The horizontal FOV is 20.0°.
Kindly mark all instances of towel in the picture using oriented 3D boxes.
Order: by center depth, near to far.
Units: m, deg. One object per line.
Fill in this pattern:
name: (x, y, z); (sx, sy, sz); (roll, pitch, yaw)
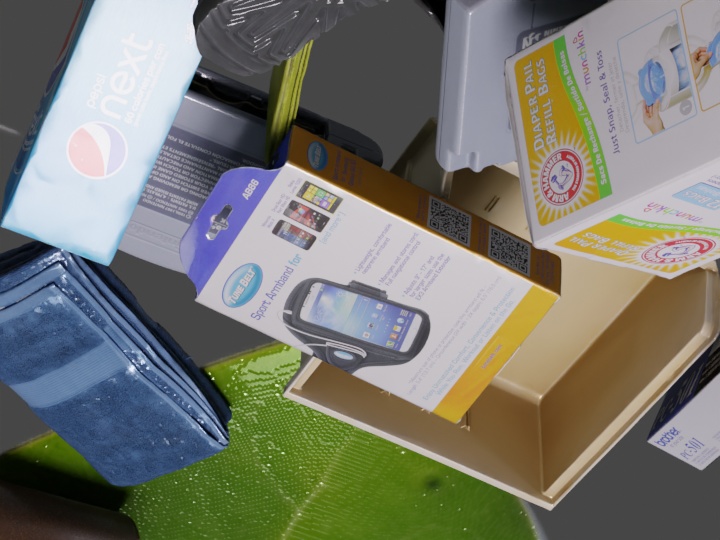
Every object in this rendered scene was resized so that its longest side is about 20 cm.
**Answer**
towel: (-0.026, -0.156, 1.106); (0.018, 0.086, 0.201); (10, 132, -7)
towel: (-0.177, 0.064, 1.334); (0.111, 0.049, 0.200); (-24, 127, 22)

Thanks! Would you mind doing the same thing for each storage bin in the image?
storage bin: (0.088, 0.023, 1.258); (0.199, 0.094, 0.199); (25, 129, -18)

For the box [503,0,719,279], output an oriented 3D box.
box: (0.179, -0.081, 0.962); (0.112, 0.102, 0.199); (12, 152, -43)

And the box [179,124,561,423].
box: (0.000, 0.000, 1.156); (0.199, 0.042, 0.119); (27, 127, -13)

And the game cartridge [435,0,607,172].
game cartridge: (0.133, -0.134, 1.103); (0.199, 0.042, 0.134); (-17, 132, -21)

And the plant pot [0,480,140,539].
plant pot: (-0.265, 0.225, 1.398); (0.197, 0.201, 0.201); (13, 132, -21)

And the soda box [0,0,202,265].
soda box: (-0.132, -0.110, 1.127); (0.067, 0.064, 0.201); (20, 110, -16)

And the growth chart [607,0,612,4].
growth chart: (0.183, -0.129, 1.009); (0.144, 0.018, 0.200); (-8, 161, 2)

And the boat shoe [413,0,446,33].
boat shoe: (0.064, -0.153, 1.119); (0.070, 0.066, 0.200); (-27, 126, 25)

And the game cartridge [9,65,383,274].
game cartridge: (-0.103, -0.059, 1.230); (0.199, 0.041, 0.133); (21, 126, -16)

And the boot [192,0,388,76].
boot: (-0.019, -0.209, 0.983); (0.164, 0.201, 0.066); (-26, 135, 19)

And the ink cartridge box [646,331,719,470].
ink cartridge box: (0.236, 0.044, 1.218); (0.044, 0.094, 0.200); (27, 155, 1)
